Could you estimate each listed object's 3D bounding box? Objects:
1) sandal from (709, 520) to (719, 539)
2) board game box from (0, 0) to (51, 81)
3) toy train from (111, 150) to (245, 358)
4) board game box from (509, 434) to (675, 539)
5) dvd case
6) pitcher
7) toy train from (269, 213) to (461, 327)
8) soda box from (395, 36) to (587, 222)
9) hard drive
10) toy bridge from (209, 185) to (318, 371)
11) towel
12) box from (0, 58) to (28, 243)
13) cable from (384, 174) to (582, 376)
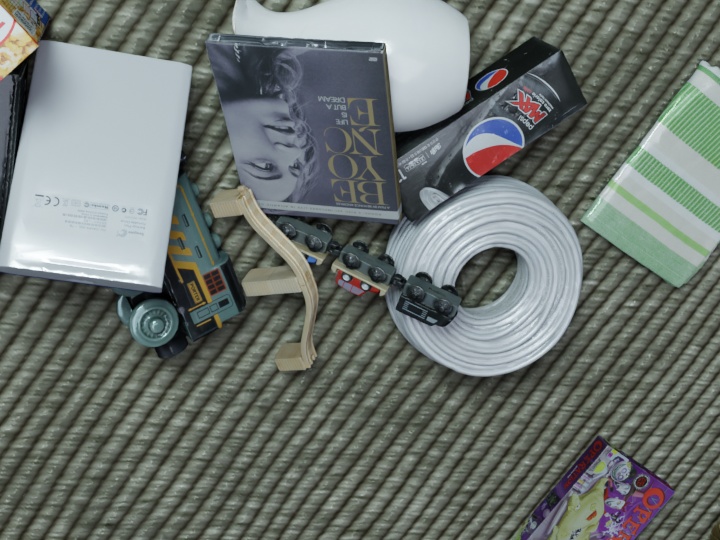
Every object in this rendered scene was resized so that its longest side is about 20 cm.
[{"bbox_3d":[0.462,0.388,1.271,0.054,0.080,0.201,-14,111,-31],"label":"sandal"},{"bbox_3d":[-0.326,-0.244,0.791,0.046,0.152,0.200,-40,113,4],"label":"board game box"},{"bbox_3d":[-0.184,-0.020,0.953,0.113,0.085,0.201,-27,112,-17],"label":"toy train"},{"bbox_3d":[0.255,0.297,1.206,0.120,0.032,0.200,33,100,-27],"label":"board game box"},{"bbox_3d":[-0.043,-0.116,0.901,0.148,0.016,0.201,6,142,11],"label":"dvd case"},{"bbox_3d":[-0.010,-0.164,0.926,0.198,0.122,0.172,2,130,-3],"label":"pitcher"},{"bbox_3d":[0.000,0.000,0.985,0.199,0.034,0.046,26,129,7],"label":"toy train"},{"bbox_3d":[0.106,-0.133,0.979,0.199,0.071,0.063,-34,117,1],"label":"soda box"},{"bbox_3d":[-0.219,-0.088,0.877,0.131,0.025,0.201,8,73,-10],"label":"hard drive"},{"bbox_3d":[-0.078,0.008,0.989,0.067,0.027,0.201,-4,121,26],"label":"toy bridge"},{"bbox_3d":[0.340,-0.094,1.078,0.152,0.023,0.200,32,102,-21],"label":"towel"},{"bbox_3d":[-0.387,-0.106,0.864,0.199,0.086,0.165,8,109,-16],"label":"box"},{"bbox_3d":[0.122,0.007,1.038,0.199,0.069,0.201,8,109,-16],"label":"cable"}]
